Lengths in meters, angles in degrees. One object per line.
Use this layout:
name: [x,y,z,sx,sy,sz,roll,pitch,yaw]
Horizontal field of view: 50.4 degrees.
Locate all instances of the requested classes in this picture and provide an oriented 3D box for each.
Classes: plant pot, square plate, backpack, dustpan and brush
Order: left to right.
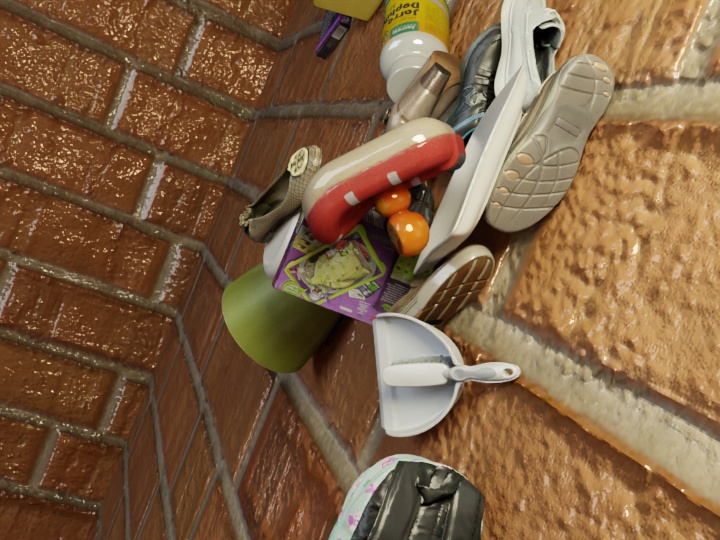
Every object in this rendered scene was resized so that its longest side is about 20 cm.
plant pot: [-0.093,0.036,1.255,0.200,0.187,0.188,-40,32,26]
plant pot: [-0.023,-0.688,1.739,0.201,0.198,0.178,-100,24,-54]
backpack: [0.031,0.271,0.710,0.202,0.166,0.126,-68,14,-16]
dustpan and brush: [0.087,0.111,0.828,0.198,0.057,0.141,-8,85,33]
square plate: [0.123,-0.098,0.845,0.200,0.028,0.200,123,172,-76]

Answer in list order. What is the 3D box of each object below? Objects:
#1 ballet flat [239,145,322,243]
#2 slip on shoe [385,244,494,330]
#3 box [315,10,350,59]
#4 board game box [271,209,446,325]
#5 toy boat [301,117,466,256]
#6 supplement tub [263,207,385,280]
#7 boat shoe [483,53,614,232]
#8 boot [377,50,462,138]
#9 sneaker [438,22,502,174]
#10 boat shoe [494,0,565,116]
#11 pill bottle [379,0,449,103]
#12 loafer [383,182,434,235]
ballet flat: [-0.107,-0.097,0.983,0.200,0.046,0.068,-40,35,50]
slip on shoe: [0.084,0.029,0.909,0.201,0.075,0.061,-59,43,43]
box: [-0.059,-0.677,2.021,0.143,0.036,0.202,-36,40,55]
board game box: [0.000,0.000,0.975,0.121,0.199,0.032,-67,19,1]
toy boat: [0.035,-0.077,0.864,0.199,0.132,0.130,-24,-2,19]
supplement tub: [-0.021,-0.025,1.053,0.141,0.199,0.141,-51,26,38]
boat shoe: [0.194,-0.131,0.809,0.201,0.074,0.073,-57,12,8]
boot: [0.084,-0.227,1.077,0.147,0.070,0.200,-53,-7,26]
sneaker: [0.159,-0.216,0.989,0.082,0.073,0.201,52,126,48]
boat shoe: [0.210,-0.271,0.910,0.071,0.070,0.203,-15,53,42]
pill bottle: [0.087,-0.356,1.223,0.113,0.112,0.202,-46,30,47]
loafer: [0.066,-0.098,1.003,0.200,0.072,0.073,-107,37,-65]
